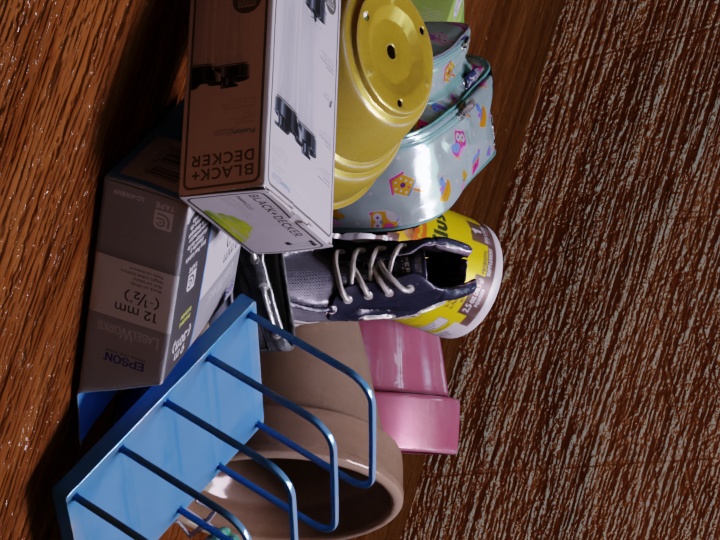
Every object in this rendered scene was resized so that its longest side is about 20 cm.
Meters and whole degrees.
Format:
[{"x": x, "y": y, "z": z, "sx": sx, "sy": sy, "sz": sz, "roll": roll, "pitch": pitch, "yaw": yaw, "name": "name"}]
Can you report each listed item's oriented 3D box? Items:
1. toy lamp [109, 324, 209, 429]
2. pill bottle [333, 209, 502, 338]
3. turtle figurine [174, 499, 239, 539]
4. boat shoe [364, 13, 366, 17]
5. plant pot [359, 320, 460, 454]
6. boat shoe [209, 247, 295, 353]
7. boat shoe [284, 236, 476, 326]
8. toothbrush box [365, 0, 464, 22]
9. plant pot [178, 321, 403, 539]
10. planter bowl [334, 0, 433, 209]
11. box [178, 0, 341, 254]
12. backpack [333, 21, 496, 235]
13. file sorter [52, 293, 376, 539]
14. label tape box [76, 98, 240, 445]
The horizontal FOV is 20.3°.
[{"x": -0.133, "y": 0.075, "z": 1.469, "sx": 0.200, "sy": 0.058, "sz": 0.059, "roll": -64, "pitch": 167, "yaw": -56, "name": "toy lamp"}, {"x": 0.020, "y": -0.018, "z": 1.758, "sx": 0.109, "sy": 0.199, "sz": 0.110, "roll": -33, "pitch": -132, "yaw": 45, "name": "pill bottle"}, {"x": -0.144, "y": 0.239, "z": 1.507, "sx": 0.101, "sy": 0.149, "sz": 0.201, "roll": -47, "pitch": 120, "yaw": -24, "name": "turtle figurine"}, {"x": 0.008, "y": -0.285, "z": 1.574, "sx": 0.062, "sy": 0.072, "sz": 0.201, "roll": 38, "pitch": 71, "yaw": -42, "name": "boat shoe"}, {"x": -0.003, "y": 0.079, "z": 1.887, "sx": 0.200, "sy": 0.198, "sz": 0.181, "roll": 35, "pitch": 57, "yaw": -80, "name": "plant pot"}, {"x": -0.077, "y": -0.036, "z": 1.440, "sx": 0.074, "sy": 0.067, "sz": 0.202, "roll": -33, "pitch": 122, "yaw": -70, "name": "boat shoe"}, {"x": 0.000, "y": 0.000, "z": 1.551, "sx": 0.199, "sy": 0.092, "sz": 0.075, "roll": -2, "pitch": 78, "yaw": -43, "name": "boat shoe"}, {"x": 0.031, "y": -0.171, "z": 1.911, "sx": 0.146, "sy": 0.085, "sz": 0.201, "roll": 83, "pitch": 27, "yaw": -67, "name": "toothbrush box"}, {"x": -0.062, "y": 0.107, "z": 1.616, "sx": 0.201, "sy": 0.198, "sz": 0.176, "roll": 89, "pitch": 2, "yaw": -61, "name": "plant pot"}, {"x": -0.006, "y": -0.148, "z": 1.429, "sx": 0.200, "sy": 0.083, "sz": 0.203, "roll": 13, "pitch": 73, "yaw": -50, "name": "planter bowl"}, {"x": -0.061, "y": -0.123, "z": 1.279, "sx": 0.117, "sy": 0.060, "sz": 0.202, "roll": 39, "pitch": 49, "yaw": -63, "name": "box"}, {"x": 0.010, "y": -0.116, "z": 1.621, "sx": 0.200, "sy": 0.174, "sz": 0.155, "roll": -59, "pitch": 148, "yaw": -51, "name": "backpack"}, {"x": -0.091, "y": 0.148, "z": 1.358, "sx": 0.200, "sy": 0.122, "sz": 0.139, "roll": -47, "pitch": 154, "yaw": -32, "name": "file sorter"}, {"x": -0.129, "y": 0.006, "z": 1.342, "sx": 0.143, "sy": 0.065, "sz": 0.202, "roll": -57, "pitch": 159, "yaw": -60, "name": "label tape box"}]
